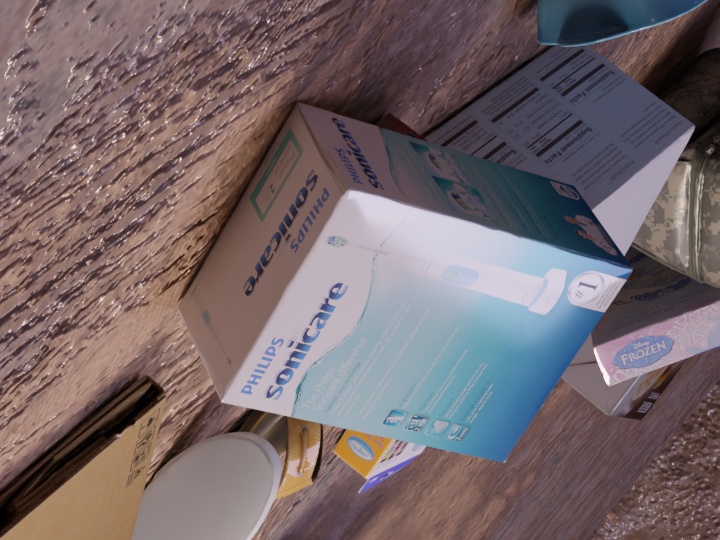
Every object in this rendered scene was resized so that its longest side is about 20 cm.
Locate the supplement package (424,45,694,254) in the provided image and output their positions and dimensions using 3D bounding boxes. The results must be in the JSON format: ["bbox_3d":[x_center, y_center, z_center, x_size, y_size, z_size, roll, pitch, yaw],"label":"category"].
[{"bbox_3d":[0.102,-0.033,1.598,0.200,0.111,0.156,-36,159,-43],"label":"supplement package"}]

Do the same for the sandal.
[{"bbox_3d":[-0.041,0.112,1.625,0.200,0.054,0.080,-46,164,-22],"label":"sandal"}]

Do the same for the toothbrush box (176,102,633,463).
[{"bbox_3d":[0.024,0.011,1.332,0.200,0.085,0.147,13,120,-34],"label":"toothbrush box"}]

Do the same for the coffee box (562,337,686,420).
[{"bbox_3d":[0.267,0.080,2.416,0.114,0.080,0.200,-53,165,5],"label":"coffee box"}]

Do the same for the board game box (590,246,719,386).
[{"bbox_3d":[0.284,0.007,2.018,0.199,0.043,0.199,-20,-161,9],"label":"board game box"}]

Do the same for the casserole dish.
[{"bbox_3d":[0.186,-0.194,1.510,0.121,0.039,0.200,-4,-157,43],"label":"casserole dish"}]

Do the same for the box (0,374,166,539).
[{"bbox_3d":[-0.183,0.165,1.388,0.163,0.021,0.200,-41,162,-34],"label":"box"}]

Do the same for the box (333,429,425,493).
[{"bbox_3d":[0.053,0.082,1.868,0.200,0.041,0.119,-54,165,19],"label":"box"}]

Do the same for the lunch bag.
[{"bbox_3d":[0.290,-0.088,1.925,0.200,0.167,0.140,-43,139,-37],"label":"lunch bag"}]

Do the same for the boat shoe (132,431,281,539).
[{"bbox_3d":[-0.115,0.175,1.537,0.200,0.071,0.064,-48,166,19],"label":"boat shoe"}]

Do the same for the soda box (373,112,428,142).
[{"bbox_3d":[0.000,0.000,1.466,0.068,0.064,0.200,-41,161,-35],"label":"soda box"}]
